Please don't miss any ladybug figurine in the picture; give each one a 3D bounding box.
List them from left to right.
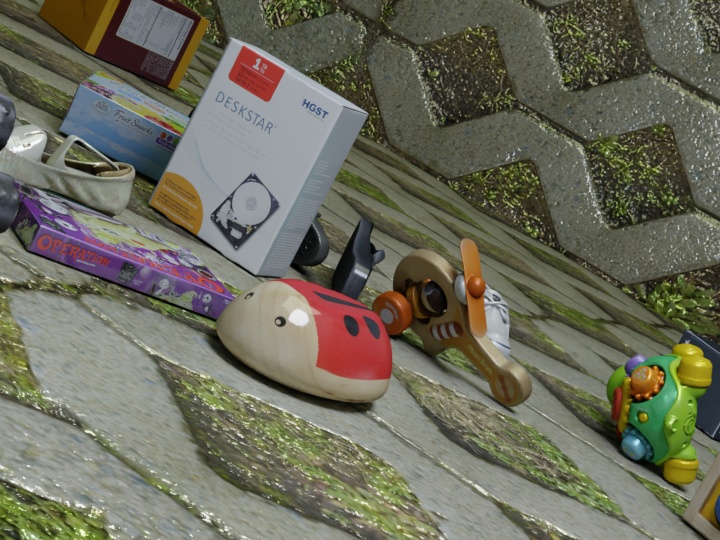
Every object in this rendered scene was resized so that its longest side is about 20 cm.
[{"bbox_3d":[-0.038,0.056,1.354,0.135,0.073,0.199,34,10,32],"label":"ladybug figurine"}]

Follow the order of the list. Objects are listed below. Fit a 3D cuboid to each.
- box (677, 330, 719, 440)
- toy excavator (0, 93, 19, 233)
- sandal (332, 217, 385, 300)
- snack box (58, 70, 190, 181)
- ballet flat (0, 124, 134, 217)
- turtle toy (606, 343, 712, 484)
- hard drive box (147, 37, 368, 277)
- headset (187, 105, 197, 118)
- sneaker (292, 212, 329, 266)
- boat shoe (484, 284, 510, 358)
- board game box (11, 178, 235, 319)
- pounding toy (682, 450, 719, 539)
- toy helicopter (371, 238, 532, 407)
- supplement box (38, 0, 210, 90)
[{"bbox_3d":[0.556,0.190,2.312,0.199,0.108,0.148,23,11,-34],"label":"box"},{"bbox_3d":[-0.354,-0.096,1.170,0.099,0.199,0.197,19,57,-47],"label":"toy excavator"},{"bbox_3d":[0.000,0.001,1.789,0.042,0.077,0.200,25,20,-7],"label":"sandal"},{"bbox_3d":[-0.265,-0.169,1.903,0.167,0.068,0.200,27,8,-9],"label":"snack box"},{"bbox_3d":[-0.296,-0.104,1.476,0.199,0.063,0.067,19,13,-45],"label":"ballet flat"},{"bbox_3d":[0.337,0.154,1.816,0.100,0.148,0.200,7,8,3],"label":"turtle toy"},{"bbox_3d":[-0.110,-0.119,1.681,0.155,0.202,0.077,31,9,20],"label":"hard drive box"},{"bbox_3d":[-0.139,-0.148,2.012,0.198,0.125,0.094,17,40,19],"label":"headset"},{"bbox_3d":[-0.075,-0.053,1.866,0.104,0.061,0.199,14,13,-45],"label":"sneaker"},{"bbox_3d":[0.149,0.054,1.948,0.073,0.066,0.200,26,9,-16],"label":"boat shoe"},{"bbox_3d":[-0.213,-0.018,1.376,0.199,0.033,0.120,23,15,-35],"label":"board game box"},{"bbox_3d":[0.438,0.221,1.544,0.141,0.186,0.200,21,12,-38],"label":"pounding toy"},{"bbox_3d":[0.114,0.058,1.686,0.200,0.133,0.079,48,43,12],"label":"toy helicopter"},{"bbox_3d":[-0.401,-0.427,2.681,0.199,0.134,0.197,21,12,-42],"label":"supplement box"}]
